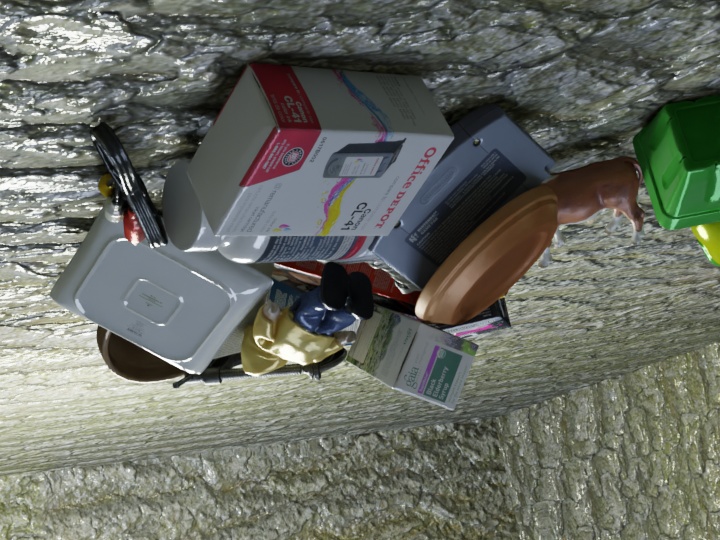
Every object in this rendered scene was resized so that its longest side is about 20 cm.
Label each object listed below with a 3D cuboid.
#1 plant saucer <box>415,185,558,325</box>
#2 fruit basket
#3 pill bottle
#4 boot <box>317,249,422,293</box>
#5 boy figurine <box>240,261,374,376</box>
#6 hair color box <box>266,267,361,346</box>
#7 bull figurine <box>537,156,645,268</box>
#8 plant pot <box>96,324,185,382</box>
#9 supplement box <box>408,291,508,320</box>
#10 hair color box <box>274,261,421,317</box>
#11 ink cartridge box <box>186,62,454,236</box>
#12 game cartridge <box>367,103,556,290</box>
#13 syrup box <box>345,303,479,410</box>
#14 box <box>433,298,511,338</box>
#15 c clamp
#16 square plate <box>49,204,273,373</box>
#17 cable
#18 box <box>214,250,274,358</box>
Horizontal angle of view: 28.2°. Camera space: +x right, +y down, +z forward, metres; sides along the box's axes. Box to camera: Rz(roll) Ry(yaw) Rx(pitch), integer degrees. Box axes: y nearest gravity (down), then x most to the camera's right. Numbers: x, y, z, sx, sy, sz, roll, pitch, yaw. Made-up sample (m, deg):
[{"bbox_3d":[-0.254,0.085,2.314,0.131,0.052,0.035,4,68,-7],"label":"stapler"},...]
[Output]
[{"bbox_3d":[0.144,-0.008,1.549,0.200,0.037,0.200,-38,163,-13],"label":"plant saucer"},{"bbox_3d":[0.426,-0.105,1.651,0.214,0.156,0.216,-9,153,-5],"label":"fruit basket"},{"bbox_3d":[-0.090,-0.067,1.441,0.199,0.120,0.119,-3,165,-34],"label":"pill bottle"},{"bbox_3d":[0.040,-0.012,1.581,0.199,0.096,0.074,-10,-149,-9],"label":"boot"},{"bbox_3d":[-0.065,0.064,1.599,0.124,0.065,0.200,18,147,-30],"label":"boy figurine"},{"bbox_3d":[-0.069,0.039,1.843,0.100,0.061,0.200,-1,-164,-38],"label":"hair color box"},{"bbox_3d":[0.243,-0.076,1.702,0.199,0.122,0.065,-12,-148,18],"label":"bull figurine"},{"bbox_3d":[-0.236,0.037,1.742,0.200,0.093,0.201,-22,144,-17],"label":"plant pot"},{"bbox_3d":[0.101,0.001,1.885,0.199,0.086,0.110,-17,-161,28],"label":"supplement box"},{"bbox_3d":[0.000,0.000,1.720,0.199,0.062,0.101,16,171,27],"label":"hair color box"},{"bbox_3d":[-0.037,-0.106,1.308,0.199,0.086,0.148,0,141,-35],"label":"ink cartridge box"},{"bbox_3d":[0.100,-0.077,1.500,0.200,0.042,0.133,-45,129,9],"label":"game cartridge"},{"bbox_3d":[0.056,0.096,1.643,0.081,0.079,0.200,22,179,-18],"label":"syrup box"},{"bbox_3d":[0.100,0.038,2.035,0.199,0.133,0.115,-14,168,13],"label":"box"},{"bbox_3d":[-0.115,0.119,1.730,0.199,0.027,0.171,-6,-172,2],"label":"c clamp"},{"bbox_3d":[-0.226,0.026,1.581,0.199,0.029,0.198,29,132,-13],"label":"square plate"},{"bbox_3d":[-0.228,-0.071,1.363,0.050,0.097,0.200,-30,170,-6],"label":"cable"},{"bbox_3d":[-0.153,0.010,1.634,0.082,0.069,0.201,-12,140,-28],"label":"box"}]
